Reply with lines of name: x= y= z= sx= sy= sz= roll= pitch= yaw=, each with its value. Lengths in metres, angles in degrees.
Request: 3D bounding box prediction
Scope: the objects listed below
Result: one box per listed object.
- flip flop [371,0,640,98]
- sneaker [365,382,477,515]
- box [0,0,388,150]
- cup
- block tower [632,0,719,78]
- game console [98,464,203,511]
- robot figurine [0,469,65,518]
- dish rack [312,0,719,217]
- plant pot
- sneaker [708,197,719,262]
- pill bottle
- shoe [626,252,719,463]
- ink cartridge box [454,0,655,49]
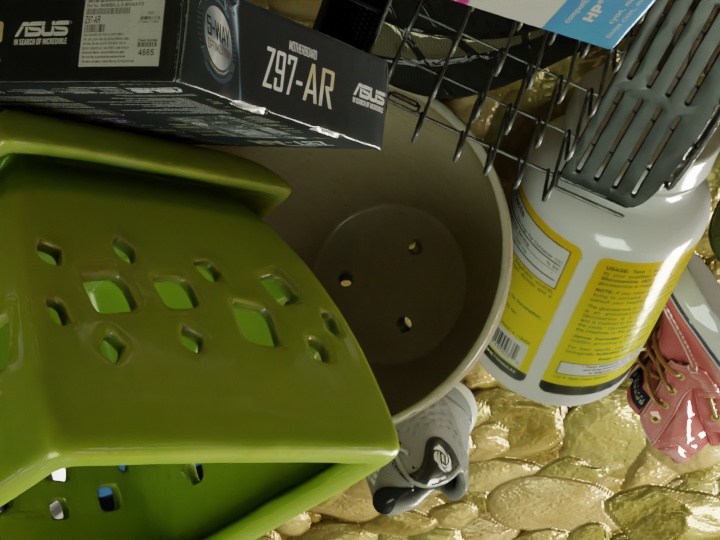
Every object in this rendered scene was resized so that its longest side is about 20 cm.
flip flop: x=0.085 y=-0.149 z=0.772 sx=0.200 sy=0.058 sz=0.081 roll=-17 pitch=130 yaw=-3
sneaker: x=-0.001 y=0.104 z=0.999 sx=0.200 sy=0.116 sz=0.075 roll=23 pitch=133 yaw=-23
box: x=-0.111 y=-0.090 z=0.668 sx=0.200 sy=0.044 sz=0.160 roll=4 pitch=177 yaw=32
cup: x=0.000 y=0.000 z=0.851 sx=0.200 sy=0.201 sz=0.143 roll=-12 pitch=168 yaw=13
block tower: x=0.246 y=-0.138 z=0.747 sx=0.200 sy=0.058 sz=0.054 roll=-5 pitch=129 yaw=-9
game console: x=-0.147 y=0.049 z=0.942 sx=0.200 sy=0.117 sz=0.176 roll=-21 pitch=134 yaw=21
robot figurine: x=-0.235 y=0.088 z=0.884 sx=0.125 sy=0.150 sz=0.200 roll=9 pitch=128 yaw=23
dish rack: x=0.080 y=-0.103 z=0.710 sx=0.200 sy=0.055 sz=0.154 roll=23 pitch=130 yaw=-1
plant pot: x=-0.131 y=0.041 z=0.700 sx=0.200 sy=0.182 sz=0.199 roll=8 pitch=147 yaw=-44
sneaker: x=0.251 y=-0.055 z=0.824 sx=0.090 sy=0.067 sz=0.200 roll=-22 pitch=163 yaw=-42
pill bottle: x=0.138 y=-0.020 z=0.865 sx=0.112 sy=0.113 sz=0.200 roll=8 pitch=137 yaw=-8
shoe: x=0.216 y=0.065 z=0.986 sx=0.091 sy=0.072 sz=0.200 roll=-25 pitch=137 yaw=18
ink cartridge box: x=0.027 y=-0.171 z=0.571 sx=0.200 sy=0.115 sz=0.068 roll=10 pitch=140 yaw=-31
